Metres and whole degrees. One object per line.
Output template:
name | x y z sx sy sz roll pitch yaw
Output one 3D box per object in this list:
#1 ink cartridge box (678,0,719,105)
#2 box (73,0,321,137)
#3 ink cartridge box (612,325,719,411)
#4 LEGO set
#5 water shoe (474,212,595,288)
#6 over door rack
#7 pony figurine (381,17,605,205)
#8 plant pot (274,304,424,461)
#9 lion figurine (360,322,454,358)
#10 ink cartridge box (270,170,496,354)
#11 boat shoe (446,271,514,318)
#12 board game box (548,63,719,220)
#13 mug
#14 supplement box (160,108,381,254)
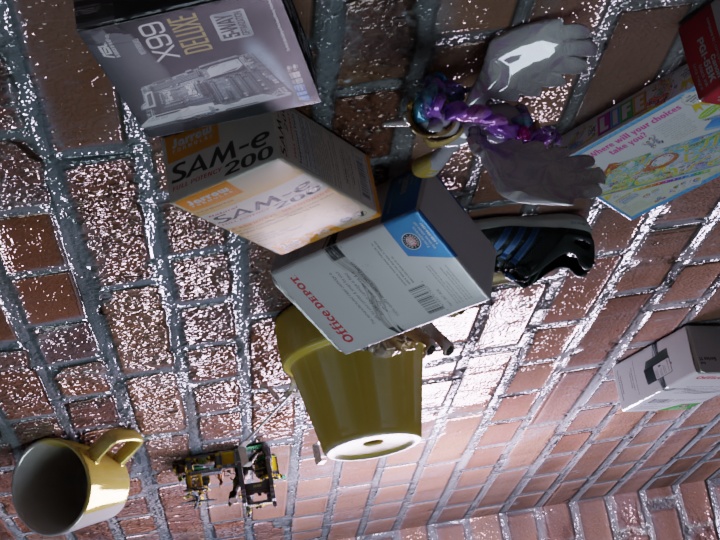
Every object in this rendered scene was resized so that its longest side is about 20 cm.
ink cartridge box | 0.408 -0.222 1.299 0.147 0.083 0.200 3 156 -32
box | -0.127 -0.184 1.188 0.157 0.050 0.200 -12 160 4
ink cartridge box | 0.528 0.159 2.363 0.146 0.083 0.200 2 157 -29
LEGO set | -0.220 0.380 2.530 0.200 0.116 0.154 -5 159 -12
water shoe | 0.182 -0.019 1.731 0.200 0.079 0.072 -8 159 -7
over door rack | -0.089 0.212 2.203 0.148 0.067 0.200 3 135 -32
pony figurine | 0.122 -0.132 1.343 0.193 0.167 0.200 -5 176 6
plant pot | 0.000 0.141 1.911 0.200 0.189 0.201 -9 160 -3
lion figurine | 0.065 0.026 1.724 0.072 0.122 0.200 -2 121 -46
ink cartridge box | 0.025 -0.009 1.596 0.200 0.084 0.145 -22 124 29
boat shoe | 0.105 0.026 1.807 0.200 0.066 0.074 -10 -177 11
board game box | 0.313 -0.131 1.508 0.134 0.034 0.200 28 141 -32
mug | -0.424 0.334 2.288 0.186 0.150 0.153 -12 168 24
supplement box | -0.083 -0.089 1.426 0.126 0.074 0.200 -21 157 24
